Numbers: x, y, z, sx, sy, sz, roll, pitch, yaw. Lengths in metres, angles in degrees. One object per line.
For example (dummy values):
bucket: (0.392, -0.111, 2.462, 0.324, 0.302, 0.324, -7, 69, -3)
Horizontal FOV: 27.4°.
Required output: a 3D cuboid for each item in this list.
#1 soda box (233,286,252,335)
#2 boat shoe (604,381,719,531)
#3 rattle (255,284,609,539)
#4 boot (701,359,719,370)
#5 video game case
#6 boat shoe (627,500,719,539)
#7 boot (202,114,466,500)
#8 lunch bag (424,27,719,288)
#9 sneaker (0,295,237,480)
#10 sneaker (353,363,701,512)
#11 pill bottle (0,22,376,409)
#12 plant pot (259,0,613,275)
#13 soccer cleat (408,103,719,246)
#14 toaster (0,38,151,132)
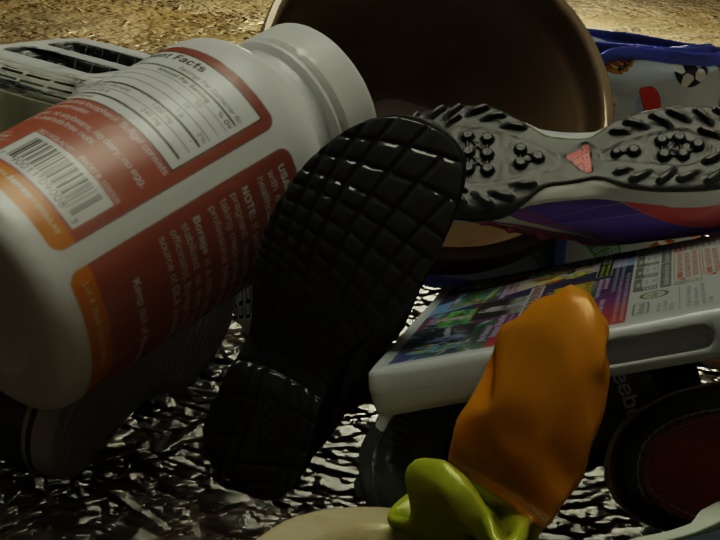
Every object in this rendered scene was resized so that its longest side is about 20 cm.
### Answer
soda box: (-0.042, -0.002, 0.869, 0.068, 0.064, 0.200, -1, 18, -18)
boat shoe: (0.204, 0.089, 0.622, 0.199, 0.072, 0.063, 7, 3, -12)
rattle: (-0.012, 0.089, 0.502, 0.199, 0.143, 0.130, 4, 36, -19)
boot: (0.239, -0.009, 0.796, 0.073, 0.156, 0.200, 1, 19, -10)
video game case: (0.110, 0.017, 0.652, 0.181, 0.023, 0.200, -11, 7, 14)
boat shoe: (0.126, 0.129, 0.507, 0.062, 0.075, 0.200, 3, 6, 36)
boot: (0.000, 0.000, 0.673, 0.070, 0.200, 0.132, 36, 29, 7)
lunch bag: (0.121, -0.069, 0.927, 0.199, 0.171, 0.124, 9, 17, 12)
sneaker: (-0.131, 0.030, 0.735, 0.079, 0.079, 0.200, 16, 23, 17)
sneaker: (0.083, 0.065, 0.651, 0.090, 0.067, 0.199, -21, -4, 44)
pill bottle: (-0.088, -0.034, 0.655, 0.112, 0.113, 0.200, 20, 41, 40)
plant pot: (0.033, -0.081, 0.823, 0.200, 0.202, 0.093, -1, -23, -14)
soccer cleat: (0.094, -0.039, 0.738, 0.199, 0.073, 0.069, -2, 55, 4)
toaster: (-0.180, -0.075, 0.957, 0.199, 0.130, 0.113, 20, 26, 40)
